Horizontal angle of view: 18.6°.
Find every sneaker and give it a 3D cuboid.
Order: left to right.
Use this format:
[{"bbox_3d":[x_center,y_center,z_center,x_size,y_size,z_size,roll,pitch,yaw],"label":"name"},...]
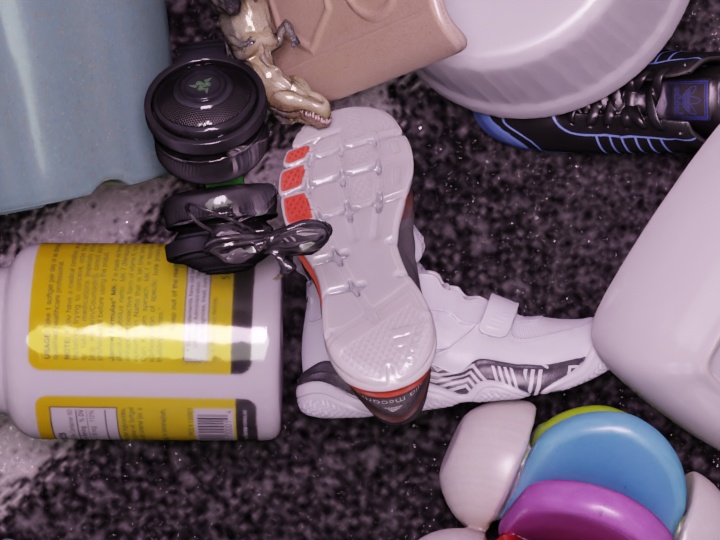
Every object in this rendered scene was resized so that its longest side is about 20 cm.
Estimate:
[{"bbox_3d":[0.000,0.000,1.224,0.077,0.082,0.201,-8,54,3],"label":"sneaker"},{"bbox_3d":[0.055,0.020,1.291,0.199,0.075,0.116,-8,92,2],"label":"sneaker"},{"bbox_3d":[0.167,-0.103,1.292,0.199,0.078,0.071,0,90,-1],"label":"sneaker"}]

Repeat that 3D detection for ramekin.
[{"bbox_3d":[0.086,-0.194,1.250,0.199,0.098,0.202,-3,83,20],"label":"ramekin"}]

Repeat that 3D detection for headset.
[{"bbox_3d":[-0.064,-0.052,1.182,0.093,0.200,0.124,-6,114,0],"label":"headset"}]

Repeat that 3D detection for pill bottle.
[{"bbox_3d":[-0.144,0.041,1.269,0.199,0.114,0.115,1,90,-1],"label":"pill bottle"}]

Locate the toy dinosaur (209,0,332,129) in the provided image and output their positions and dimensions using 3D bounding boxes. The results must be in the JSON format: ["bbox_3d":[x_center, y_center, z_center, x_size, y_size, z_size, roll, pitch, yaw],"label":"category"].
[{"bbox_3d":[-0.070,-0.172,1.228,0.047,0.088,0.201,-20,78,-18],"label":"toy dinosaur"}]

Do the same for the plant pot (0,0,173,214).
[{"bbox_3d":[-0.191,-0.139,1.240,0.199,0.200,0.197,-11,97,-1],"label":"plant pot"}]

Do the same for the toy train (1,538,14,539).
[{"bbox_3d":[-0.235,0.206,1.286,0.199,0.085,0.114,28,80,-1],"label":"toy train"}]

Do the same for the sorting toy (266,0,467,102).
[{"bbox_3d":[-0.019,-0.199,1.209,0.036,0.185,0.201,-23,95,-29],"label":"sorting toy"}]

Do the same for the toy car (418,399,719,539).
[{"bbox_3d":[0.121,0.165,1.243,0.174,0.150,0.201,24,72,0],"label":"toy car"}]

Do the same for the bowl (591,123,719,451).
[{"bbox_3d":[0.256,0.021,1.256,0.200,0.075,0.200,32,96,-26],"label":"bowl"}]
